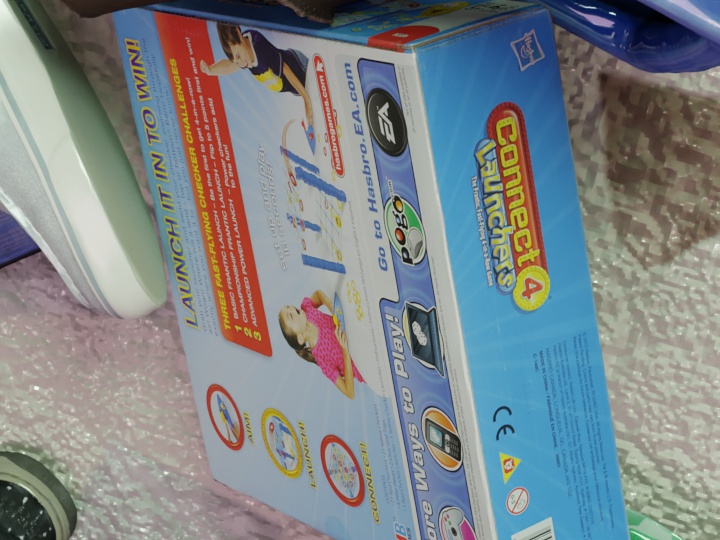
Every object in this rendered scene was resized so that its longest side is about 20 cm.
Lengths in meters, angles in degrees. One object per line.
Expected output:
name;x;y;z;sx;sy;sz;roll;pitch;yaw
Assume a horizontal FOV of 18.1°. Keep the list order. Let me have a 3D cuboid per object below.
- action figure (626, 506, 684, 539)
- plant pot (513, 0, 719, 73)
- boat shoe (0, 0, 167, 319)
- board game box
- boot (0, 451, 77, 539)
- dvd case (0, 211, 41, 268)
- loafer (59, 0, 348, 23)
action figure;0.067;0.103;0.913;0.200;0.055;0.118;40;122;0
plant pot;0.058;-0.181;0.670;0.200;0.200;0.180;29;94;-1
boat shoe;-0.143;-0.061;0.845;0.071;0.070;0.201;-31;86;9
board game box;0.000;0.000;0.795;0.196;0.056;0.200;19;124;54
boot;-0.223;0.170;0.967;0.204;0.154;0.073;-33;105;27
dvd case;-0.228;-0.071;0.917;0.143;0.018;0.200;-21;111;25
loafer;-0.070;-0.112;0.761;0.073;0.200;0.071;26;91;-43
